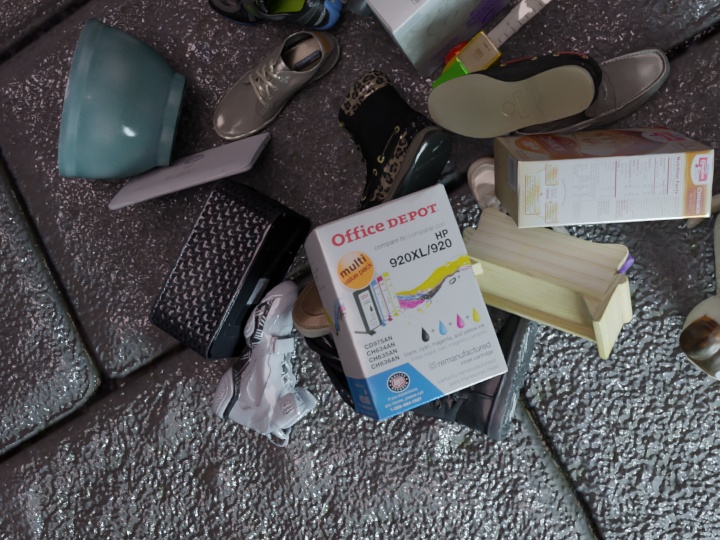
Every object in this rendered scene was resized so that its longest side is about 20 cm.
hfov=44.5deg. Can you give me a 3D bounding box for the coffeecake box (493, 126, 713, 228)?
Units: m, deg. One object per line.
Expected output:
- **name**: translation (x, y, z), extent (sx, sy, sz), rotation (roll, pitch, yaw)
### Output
- **coffeecake box**: translation (0.254, -0.104, 0.953), extent (0.197, 0.154, 0.074), rotation (-3, 108, 0)

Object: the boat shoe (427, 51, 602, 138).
- **boat shoe**: translation (0.173, -0.199, 0.997), extent (0.199, 0.063, 0.074), rotation (-4, 115, 32)

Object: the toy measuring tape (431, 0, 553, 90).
- **toy measuring tape**: translation (0.160, -0.262, 1.046), extent (0.200, 0.073, 0.074), rotation (-41, 78, 27)

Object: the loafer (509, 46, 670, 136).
- **loafer**: translation (0.266, -0.199, 1.025), extent (0.198, 0.070, 0.071), rotation (-30, 81, 12)

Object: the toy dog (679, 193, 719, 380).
- **toy dog**: translation (0.419, 0.022, 0.943), extent (0.192, 0.139, 0.202), rotation (26, 94, 28)

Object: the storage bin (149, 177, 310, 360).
- **storage bin**: translation (-0.159, 0.000, 1.096), extent (0.093, 0.135, 0.202), rotation (28, 95, 14)

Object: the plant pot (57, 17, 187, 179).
- **plant pot**: translation (-0.297, -0.206, 1.129), extent (0.132, 0.200, 0.203), rotation (11, 91, -11)

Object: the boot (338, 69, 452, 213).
- **boot**: translation (0.018, -0.129, 1.092), extent (0.154, 0.073, 0.205), rotation (55, 128, 33)

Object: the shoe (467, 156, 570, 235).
- **shoe**: translation (0.200, -0.059, 1.045), extent (0.070, 0.053, 0.200), rotation (-42, 78, 10)

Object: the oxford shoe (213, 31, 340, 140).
- **oxford shoe**: translation (-0.115, -0.243, 1.137), extent (0.199, 0.058, 0.076), rotation (-34, 81, 13)

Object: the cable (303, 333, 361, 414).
- **cable**: translation (0.016, 0.060, 1.050), extent (0.162, 0.051, 0.201), rotation (-35, 58, 4)

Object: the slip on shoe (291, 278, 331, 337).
- **slip on shoe**: translation (0.000, 0.000, 1.033), extent (0.199, 0.061, 0.076), rotation (-32, 54, -4)

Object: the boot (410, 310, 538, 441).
- **boot**: translation (0.101, 0.098, 1.067), extent (0.198, 0.066, 0.167), rotation (15, 78, 25)

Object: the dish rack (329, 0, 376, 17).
- **dish rack**: translation (-0.032, -0.374, 1.076), extent (0.199, 0.153, 0.055), rotation (39, 113, 14)

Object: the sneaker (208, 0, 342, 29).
- **sneaker**: translation (-0.117, -0.353, 1.121), extent (0.198, 0.082, 0.072), rotation (16, 92, 30)

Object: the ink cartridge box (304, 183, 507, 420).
- **ink cartridge box**: translation (0.040, 0.034, 0.929), extent (0.145, 0.145, 0.202), rotation (-19, 88, -9)

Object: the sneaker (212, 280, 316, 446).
- **sneaker**: translation (-0.099, 0.120, 1.111), extent (0.114, 0.075, 0.202), rotation (30, 101, 14)

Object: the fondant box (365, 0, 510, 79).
- **fondant box**: translation (0.094, -0.311, 1.009), extent (0.144, 0.200, 0.058), rotation (-41, 80, 10)

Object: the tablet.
- **tablet**: translation (-0.217, -0.130, 1.129), extent (0.197, 0.131, 0.014), rotation (-14, 114, 14)

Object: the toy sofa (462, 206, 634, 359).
- **toy sofa**: translation (0.204, 0.011, 0.989), extent (0.198, 0.083, 0.098), rotation (19, 64, 31)
